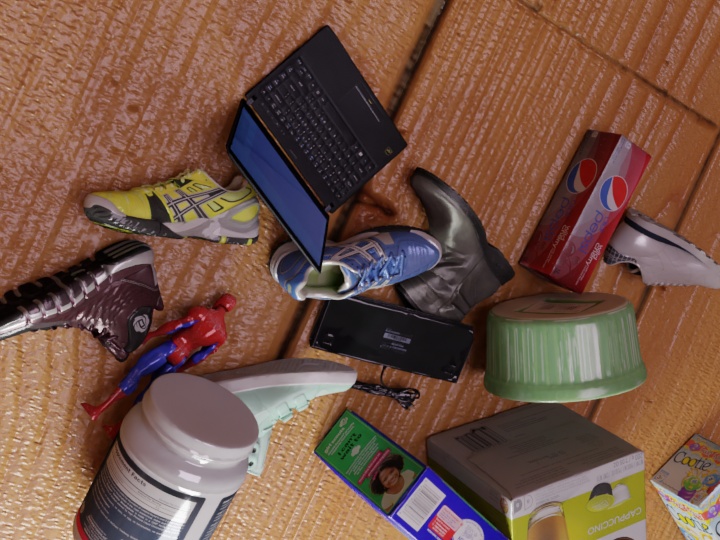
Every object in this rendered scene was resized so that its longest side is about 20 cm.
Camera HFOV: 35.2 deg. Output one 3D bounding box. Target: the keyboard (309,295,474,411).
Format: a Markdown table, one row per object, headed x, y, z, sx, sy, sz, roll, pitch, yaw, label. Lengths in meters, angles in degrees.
| x | y | z | sx | sy | sz | roll | pitch | yaw | label |
| --- | --- | --- | --- | --- | --- | --- | --- | --- | --- |
| 0.033 | 0.100 | 1.369 | 0.200 | 0.021 | 0.127 | 16 | 105 | -20 | keyboard |

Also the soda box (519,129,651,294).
| x | y | z | sx | sy | sz | roll | pitch | yaw | label |
| --- | --- | --- | --- | --- | --- | --- | --- | --- | --- |
| 0.286 | -0.076 | 1.444 | 0.063 | 0.070 | 0.200 | 28 | 89 | -31 | soda box |

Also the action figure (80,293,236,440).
| x | y | z | sx | sy | sz | roll | pitch | yaw | label |
| --- | --- | --- | --- | --- | --- | --- | --- | --- | --- |
| -0.212 | 0.095 | 1.238 | 0.200 | 0.052 | 0.065 | -41 | 122 | -12 | action figure |

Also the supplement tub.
| x | y | z | sx | sy | sz | roll | pitch | yaw | label |
| --- | --- | --- | --- | --- | --- | --- | --- | --- | --- |
| -0.204 | 0.223 | 1.194 | 0.140 | 0.140 | 0.200 | 18 | 113 | -30 | supplement tub |

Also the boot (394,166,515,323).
| x | y | z | sx | sy | sz | roll | pitch | yaw | label |
| --- | --- | --- | --- | --- | --- | --- | --- | --- | --- |
| 0.091 | -0.015 | 1.363 | 0.131 | 0.068 | 0.200 | -42 | 117 | -6 | boot |

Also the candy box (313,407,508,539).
| x | y | z | sx | sy | sz | roll | pitch | yaw | label |
| --- | --- | --- | --- | --- | --- | --- | --- | --- | --- |
| 0.057 | 0.266 | 1.335 | 0.077 | 0.200 | 0.169 | -50 | 120 | -10 | candy box |

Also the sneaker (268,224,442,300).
| x | y | z | sx | sy | sz | roll | pitch | yaw | label |
| --- | --- | --- | --- | --- | --- | --- | --- | --- | --- |
| 0.000 | 0.000 | 1.288 | 0.200 | 0.077 | 0.076 | -10 | 122 | -12 | sneaker |

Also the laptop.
| x | y | z | sx | sy | sz | roll | pitch | yaw | label |
| --- | --- | --- | --- | --- | --- | --- | --- | --- | --- |
| -0.041 | -0.135 | 1.237 | 0.200 | 0.103 | 0.177 | -42 | 119 | -12 | laptop |

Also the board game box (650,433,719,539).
| x | y | z | sx | sy | sz | roll | pitch | yaw | label |
| --- | --- | --- | --- | --- | --- | --- | --- | --- | --- |
| 0.529 | 0.356 | 1.663 | 0.103 | 0.105 | 0.200 | -41 | 117 | -12 | board game box |

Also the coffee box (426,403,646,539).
| x | y | z | sx | sy | sz | roll | pitch | yaw | label |
| --- | --- | --- | --- | --- | --- | --- | --- | --- | --- |
| 0.221 | 0.306 | 1.432 | 0.199 | 0.200 | 0.198 | -14 | 109 | -24 | coffee box |

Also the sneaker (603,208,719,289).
| x | y | z | sx | sy | sz | roll | pitch | yaw | label |
| --- | --- | --- | --- | --- | --- | --- | --- | --- | --- |
| 0.413 | -0.013 | 1.535 | 0.200 | 0.076 | 0.081 | 25 | 102 | -26 | sneaker |

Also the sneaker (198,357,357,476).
| x | y | z | sx | sy | sz | roll | pitch | yaw | label |
| --- | --- | --- | --- | --- | --- | --- | --- | --- | --- |
| -0.098 | 0.168 | 1.300 | 0.200 | 0.074 | 0.118 | -8 | 100 | -16 | sneaker |

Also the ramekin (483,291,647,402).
| x | y | z | sx | sy | sz | roll | pitch | yaw | label |
| --- | --- | --- | --- | --- | --- | --- | --- | --- | --- |
| 0.248 | 0.089 | 1.398 | 0.200 | 0.200 | 0.098 | -10 | 99 | -25 | ramekin |

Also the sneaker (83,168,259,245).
| x | y | z | sx | sy | sz | roll | pitch | yaw | label |
| --- | --- | --- | --- | --- | --- | --- | --- | --- | --- |
| -0.198 | -0.071 | 1.197 | 0.200 | 0.075 | 0.077 | 4 | 94 | -39 | sneaker |

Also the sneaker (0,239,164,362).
| x | y | z | sx | sy | sz | roll | pitch | yaw | label |
| --- | --- | --- | --- | --- | --- | --- | --- | --- | --- |
| -0.289 | 0.058 | 1.174 | 0.200 | 0.076 | 0.116 | -27 | 117 | -20 | sneaker |
